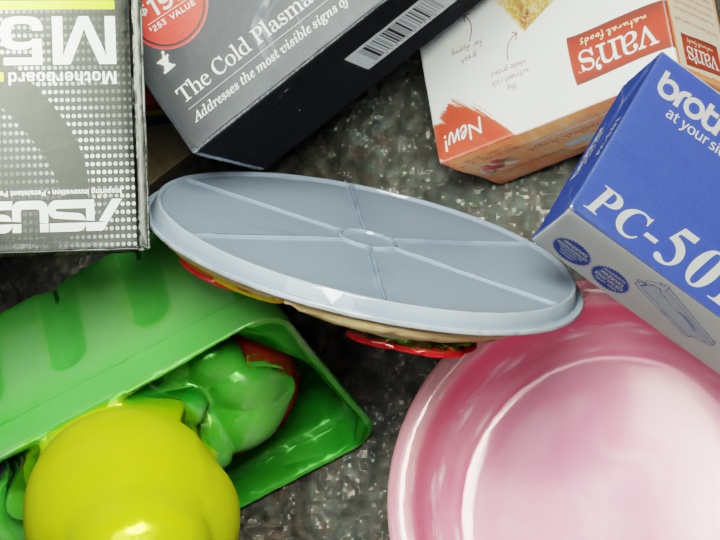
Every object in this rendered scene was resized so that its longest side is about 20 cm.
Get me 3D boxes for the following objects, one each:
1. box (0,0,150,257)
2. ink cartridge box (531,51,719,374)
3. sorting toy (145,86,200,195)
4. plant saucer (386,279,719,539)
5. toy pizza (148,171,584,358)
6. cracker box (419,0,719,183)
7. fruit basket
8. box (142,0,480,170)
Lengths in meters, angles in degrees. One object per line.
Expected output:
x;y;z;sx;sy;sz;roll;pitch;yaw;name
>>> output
-0.192;-0.100;1.210;0.199;0.048;0.194;-1;87;-13;box
0.182;0.003;1.245;0.200;0.044;0.094;36;63;-6;ink cartridge box
-0.128;-0.151;1.401;0.199;0.070;0.200;-37;79;3;sorting toy
0.114;0.106;1.293;0.200;0.051;0.201;-4;74;15;plant saucer
0.000;0.000;1.264;0.200;0.200;0.032;18;106;19;toy pizza
0.089;-0.157;1.344;0.134;0.058;0.201;-21;70;32;cracker box
-0.100;0.097;1.296;0.215;0.156;0.216;-11;59;18;fruit basket
-0.035;-0.178;1.288;0.200;0.104;0.182;-38;78;12;box
